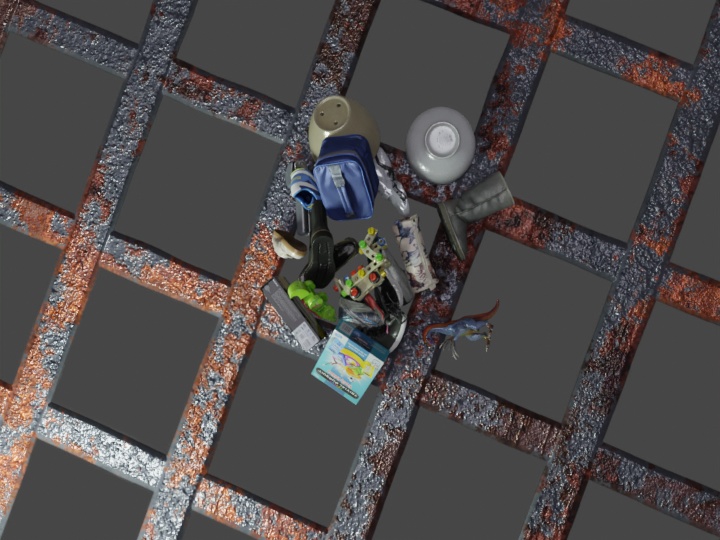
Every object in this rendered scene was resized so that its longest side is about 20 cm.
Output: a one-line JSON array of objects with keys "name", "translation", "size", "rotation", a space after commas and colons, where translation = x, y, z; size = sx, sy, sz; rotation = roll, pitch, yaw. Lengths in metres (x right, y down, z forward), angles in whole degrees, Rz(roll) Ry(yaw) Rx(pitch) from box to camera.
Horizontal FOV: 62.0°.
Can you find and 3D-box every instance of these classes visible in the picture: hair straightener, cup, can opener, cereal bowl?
[{"name": "hair straightener", "translation": [0.068, 0.086, 1.518], "size": [0.075, 0.200, 0.042], "rotation": [-12, 112, -16]}, {"name": "cup", "translation": [-0.056, -0.369, 1.552], "size": [0.194, 0.143, 0.207], "rotation": [-4, 71, 13]}, {"name": "can opener", "translation": [-0.167, -0.197, 1.638], "size": [0.065, 0.053, 0.207], "rotation": [-3, 89, 35]}, {"name": "cereal bowl", "translation": [0.214, -0.338, 1.595], "size": [0.193, 0.083, 0.208], "rotation": [0, 88, 4]}]

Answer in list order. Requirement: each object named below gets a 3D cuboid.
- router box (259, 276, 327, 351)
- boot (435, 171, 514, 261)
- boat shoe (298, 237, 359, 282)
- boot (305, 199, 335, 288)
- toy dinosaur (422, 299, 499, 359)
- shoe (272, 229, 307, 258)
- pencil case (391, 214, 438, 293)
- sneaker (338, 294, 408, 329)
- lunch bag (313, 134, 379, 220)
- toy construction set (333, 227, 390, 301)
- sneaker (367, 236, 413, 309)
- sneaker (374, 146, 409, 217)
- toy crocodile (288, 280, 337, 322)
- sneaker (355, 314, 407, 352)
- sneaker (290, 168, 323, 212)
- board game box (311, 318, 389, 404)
[{"name": "router box", "translation": [-0.172, 0.110, 1.570], "size": [0.052, 0.157, 0.202], "rotation": [-37, 88, 2]}, {"name": "boot", "translation": [0.318, -0.144, 1.599], "size": [0.195, 0.073, 0.187], "rotation": [-21, 90, -4]}, {"name": "boat shoe", "translation": [-0.090, -0.021, 1.615], "size": [0.199, 0.061, 0.073], "rotation": [-37, 87, 2]}, {"name": "boot", "translation": [-0.105, -0.065, 1.547], "size": [0.075, 0.203, 0.141], "rotation": [2, 48, -15]}, {"name": "toy dinosaur", "translation": [0.262, 0.161, 1.605], "size": [0.176, 0.107, 0.203], "rotation": [15, 53, 15]}, {"name": "shoe", "translation": [-0.188, -0.058, 1.565], "size": [0.068, 0.200, 0.055], "rotation": [15, 100, -25]}, {"name": "pencil case", "translation": [0.146, -0.043, 1.588], "size": [0.076, 0.089, 0.206], "rotation": [-17, 88, -15]}, {"name": "sneaker", "translation": [0.032, 0.127, 1.611], "size": [0.194, 0.078, 0.089], "rotation": [17, 107, 6]}, {"name": "lunch bag", "translation": [-0.034, -0.216, 1.486], "size": [0.132, 0.135, 0.203], "rotation": [-4, 133, 19]}, {"name": "toy construction set", "translation": [0.000, 0.000, 1.546], "size": [0.200, 0.091, 0.133], "rotation": [-45, 61, 22]}, {"name": "sneaker", "translation": [0.079, 0.004, 1.609], "size": [0.078, 0.074, 0.205], "rotation": [-14, 76, -36]}, {"name": "sneaker", "translation": [0.052, -0.219, 1.607], "size": [0.113, 0.075, 0.204], "rotation": [-27, 83, 3]}, {"name": "toy crocodile", "translation": [-0.118, 0.084, 1.554], "size": [0.061, 0.200, 0.068], "rotation": [-36, 56, 5]}, {"name": "sneaker", "translation": [0.039, 0.168, 1.547], "size": [0.097, 0.072, 0.201], "rotation": [26, 131, -15]}, {"name": "sneaker", "translation": [-0.106, -0.181, 1.580], "size": [0.197, 0.084, 0.074], "rotation": [30, 131, -24]}, {"name": "board game box", "translation": [-0.029, 0.241, 1.554], "size": [0.149, 0.047, 0.202], "rotation": [32, 131, 4]}]
